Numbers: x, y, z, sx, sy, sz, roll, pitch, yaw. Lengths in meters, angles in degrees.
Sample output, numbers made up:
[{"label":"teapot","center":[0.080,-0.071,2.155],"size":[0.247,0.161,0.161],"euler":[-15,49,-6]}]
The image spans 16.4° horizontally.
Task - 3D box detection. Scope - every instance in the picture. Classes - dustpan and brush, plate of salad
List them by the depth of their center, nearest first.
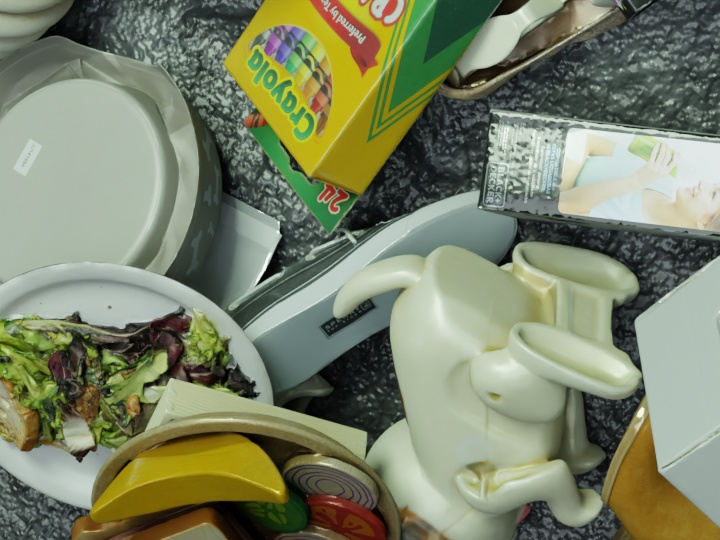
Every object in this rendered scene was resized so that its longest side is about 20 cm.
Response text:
[{"label":"plate of salad","center":[-0.153,0.080,1.519],"size":[0.199,0.048,0.201],"euler":[4,126,5]},{"label":"dustpan and brush","center":[-0.151,0.033,1.613],"size":[0.139,0.057,0.200],"euler":[27,106,12]}]

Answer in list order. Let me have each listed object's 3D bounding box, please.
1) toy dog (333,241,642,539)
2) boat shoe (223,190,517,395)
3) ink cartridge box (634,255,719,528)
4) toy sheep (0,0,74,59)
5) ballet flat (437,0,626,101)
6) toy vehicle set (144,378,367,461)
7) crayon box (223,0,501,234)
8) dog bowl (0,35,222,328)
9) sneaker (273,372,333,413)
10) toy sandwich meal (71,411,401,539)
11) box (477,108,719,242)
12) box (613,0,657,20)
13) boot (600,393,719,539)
[{"label":"toy dog","center":[0.065,0.095,1.506],"size":[0.193,0.140,0.200],"euler":[11,123,-12]},{"label":"boat shoe","center":[0.001,0.002,1.553],"size":[0.199,0.068,0.074],"euler":[-35,132,4]},{"label":"ink cartridge box","center":[0.250,0.104,1.410],"size":[0.085,0.145,0.200],"euler":[-36,117,21]},{"label":"toy sheep","center":[-0.235,-0.198,1.554],"size":[0.138,0.138,0.200],"euler":[46,141,6]},{"label":"ballet flat","center":[0.120,-0.162,1.488],"size":[0.200,0.067,0.068],"euler":[-38,87,20]},{"label":"toy vehicle set","center":[-0.088,0.152,1.530],"size":[0.124,0.027,0.200],"euler":[17,135,-12]},{"label":"crayon box","center":[-0.005,-0.138,1.511],"size":[0.200,0.051,0.127],"euler":[-55,47,18]},{"label":"dog bowl","center":[-0.176,-0.047,1.576],"size":[0.199,0.059,0.201],"euler":[-6,75,24]},{"label":"sneaker","center":[-0.088,0.140,1.604],"size":[0.090,0.075,0.200],"euler":[27,107,17]},{"label":"toy sandwich meal","center":[-0.076,0.162,1.466],"size":[0.204,0.070,0.206],"euler":[4,137,4]},{"label":"box","center":[0.180,-0.050,1.461],"size":[0.199,0.117,0.060],"euler":[8,91,18]},{"label":"box","center":[0.155,-0.266,1.447],"size":[0.143,0.036,0.200],"euler":[-35,88,-7]},{"label":"boot","center":[0.216,0.157,1.474],"size":[0.144,0.071,0.201],"euler":[25,144,20]}]
